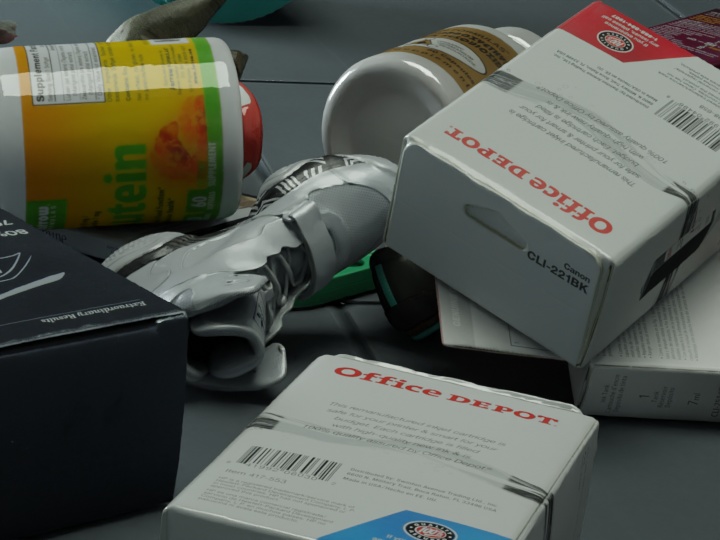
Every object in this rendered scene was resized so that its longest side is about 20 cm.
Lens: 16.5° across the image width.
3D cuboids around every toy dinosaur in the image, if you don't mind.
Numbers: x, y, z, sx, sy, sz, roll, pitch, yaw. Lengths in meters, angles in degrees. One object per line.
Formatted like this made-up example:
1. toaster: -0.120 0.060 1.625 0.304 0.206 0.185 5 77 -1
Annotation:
1. toy dinosaur: -0.136 -0.115 1.598 0.102 0.200 0.077 21 39 -14

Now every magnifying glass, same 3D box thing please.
1. magnifying glass: 0.000 0.000 1.559 0.198 0.023 0.080 -4 21 -21

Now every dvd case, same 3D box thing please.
1. dvd case: -0.160 -0.040 1.600 0.199 0.018 0.142 14 21 37

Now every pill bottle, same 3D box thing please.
1. pill bottle: -0.176 -0.081 1.508 0.198 0.112 0.111 -4 21 -11
2. pill bottle: 0.067 -0.111 1.746 0.114 0.115 0.200 15 21 25

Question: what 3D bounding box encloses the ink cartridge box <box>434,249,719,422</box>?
1. ink cartridge box: 0.123 0.000 1.450 0.175 0.045 0.201 5 40 -7

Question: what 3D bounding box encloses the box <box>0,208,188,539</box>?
1. box: -0.201 0.047 1.235 0.147 0.105 0.200 -9 25 -37

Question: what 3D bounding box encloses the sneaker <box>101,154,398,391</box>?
1. sneaker: -0.047 0.006 1.400 0.199 0.076 0.115 -23 31 -12

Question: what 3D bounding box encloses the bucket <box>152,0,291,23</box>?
1. bucket: -0.125 -0.322 2.166 0.206 0.209 0.135 -1 30 -19

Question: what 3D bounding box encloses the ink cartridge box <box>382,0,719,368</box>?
1. ink cartridge box: 0.129 -0.053 1.414 0.144 0.084 0.200 33 44 22

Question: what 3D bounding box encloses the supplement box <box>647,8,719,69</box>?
1. supplement box: 0.240 -0.117 1.817 0.085 0.111 0.199 19 23 32

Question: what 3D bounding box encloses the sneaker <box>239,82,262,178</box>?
1. sneaker: -0.160 -0.096 1.703 0.115 0.079 0.199 -8 11 -36

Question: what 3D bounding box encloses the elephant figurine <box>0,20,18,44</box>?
1. elephant figurine: -0.281 -0.107 1.615 0.141 0.156 0.200 34 0 -37

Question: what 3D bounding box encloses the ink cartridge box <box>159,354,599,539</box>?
1. ink cartridge box: 0.012 0.119 1.119 0.145 0.087 0.200 12 19 16

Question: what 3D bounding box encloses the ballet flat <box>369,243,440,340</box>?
1. ballet flat: 0.063 -0.031 1.526 0.068 0.069 0.200 -33 7 35
